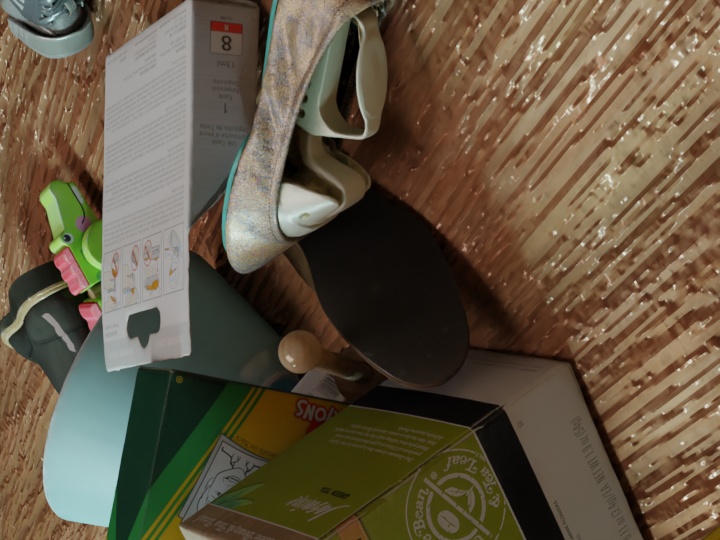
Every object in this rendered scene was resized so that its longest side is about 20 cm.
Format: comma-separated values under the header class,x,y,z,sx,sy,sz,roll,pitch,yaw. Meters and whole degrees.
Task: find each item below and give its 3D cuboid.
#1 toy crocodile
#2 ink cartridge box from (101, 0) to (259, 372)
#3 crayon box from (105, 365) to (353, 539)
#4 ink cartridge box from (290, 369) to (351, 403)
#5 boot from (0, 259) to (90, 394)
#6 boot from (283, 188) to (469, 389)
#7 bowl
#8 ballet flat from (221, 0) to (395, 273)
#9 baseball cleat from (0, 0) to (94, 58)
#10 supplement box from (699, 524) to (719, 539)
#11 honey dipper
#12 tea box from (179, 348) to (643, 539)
class,x,y,z,sx,sy,sz,roll,pitch,yaw
toy crocodile,-0.189,0.022,1.419,0.201,0.062,0.067,61,155,-6
ink cartridge box,-0.106,-0.045,1.093,0.162,0.050,0.201,165,104,-64
crayon box,-0.045,0.158,1.074,0.058,0.199,0.173,-2,77,62
ink cartridge box,-0.047,0.143,1.251,0.037,0.095,0.200,34,152,13
boot,-0.234,0.085,1.516,0.139,0.077,0.200,62,169,11
boot,0.000,0.000,1.052,0.200,0.073,0.076,50,168,34
bowl,-0.112,0.098,1.248,0.105,0.201,0.201,25,144,19
ballet flat,-0.024,-0.070,0.957,0.067,0.068,0.201,30,128,23
baseball cleat,-0.191,-0.186,1.187,0.107,0.070,0.200,60,166,-23
supplement box,0.205,0.224,0.873,0.109,0.109,0.201,26,141,49
honey dipper,-0.012,0.052,1.041,0.038,0.038,0.200,50,-175,16
tea box,0.044,0.177,1.010,0.133,0.196,0.201,4,124,61
